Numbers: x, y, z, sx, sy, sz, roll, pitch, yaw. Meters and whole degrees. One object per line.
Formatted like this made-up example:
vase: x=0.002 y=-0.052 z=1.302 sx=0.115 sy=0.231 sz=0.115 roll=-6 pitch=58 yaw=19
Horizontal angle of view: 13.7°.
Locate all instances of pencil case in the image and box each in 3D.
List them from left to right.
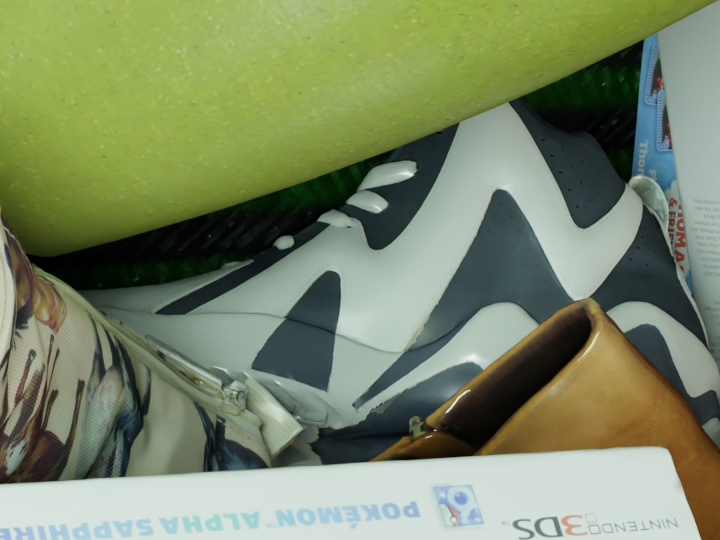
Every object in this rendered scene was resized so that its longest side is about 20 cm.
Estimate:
pencil case: x=-0.081 y=0.032 z=0.668 sx=0.090 sy=0.078 sz=0.200 roll=-53 pitch=156 yaw=-5

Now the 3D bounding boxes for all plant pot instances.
plant pot: x=-0.020 y=-0.097 z=0.672 sx=0.200 sy=0.188 sz=0.187 roll=-36 pitch=143 yaw=18

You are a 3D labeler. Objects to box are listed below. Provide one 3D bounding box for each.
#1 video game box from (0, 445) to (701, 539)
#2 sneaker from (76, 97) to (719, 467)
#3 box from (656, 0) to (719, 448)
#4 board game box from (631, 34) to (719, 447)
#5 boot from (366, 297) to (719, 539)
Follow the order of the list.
video game box: x=-0.043 y=0.106 z=0.682 sx=0.181 sy=0.047 sz=0.200 roll=1 pitch=149 yaw=-27
sneaker: x=0.000 y=0.000 z=0.836 sx=0.198 sy=0.130 sz=0.080 roll=1 pitch=140 yaw=3
box: x=0.156 y=-0.017 z=0.909 sx=0.144 sy=0.036 sz=0.201 roll=-23 pitch=110 yaw=-40
board game box: x=0.139 y=0.033 z=0.947 sx=0.151 sy=0.036 sz=0.201 roll=5 pitch=89 yaw=-44
boot: x=0.100 y=0.049 z=0.764 sx=0.188 sy=0.069 sz=0.200 roll=-31 pitch=138 yaw=20
